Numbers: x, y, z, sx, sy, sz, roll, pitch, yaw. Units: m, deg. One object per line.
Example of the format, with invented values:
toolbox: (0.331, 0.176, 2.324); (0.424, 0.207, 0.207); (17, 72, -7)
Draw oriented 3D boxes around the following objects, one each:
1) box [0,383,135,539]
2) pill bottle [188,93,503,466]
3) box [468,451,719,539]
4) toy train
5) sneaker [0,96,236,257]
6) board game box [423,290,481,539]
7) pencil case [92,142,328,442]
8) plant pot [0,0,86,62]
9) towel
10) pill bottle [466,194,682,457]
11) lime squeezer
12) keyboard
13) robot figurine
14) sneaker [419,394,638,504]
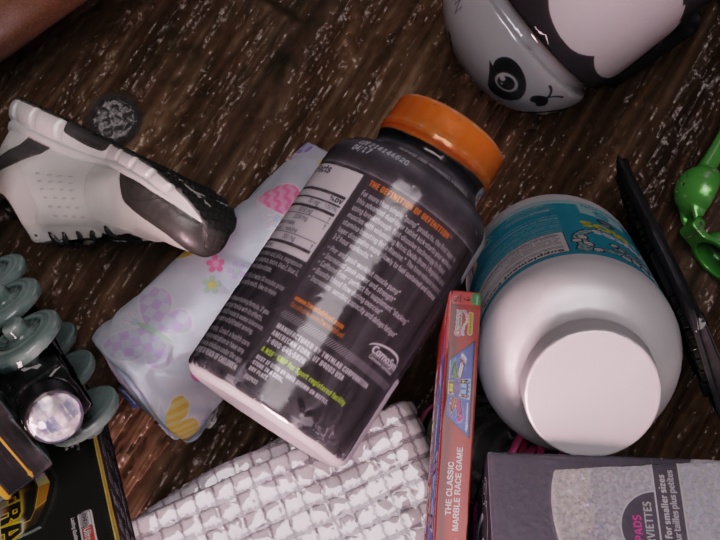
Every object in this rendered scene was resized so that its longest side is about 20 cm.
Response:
box: (-0.210, 0.153, 0.767); (0.159, 0.200, 0.049); (-24, 122, -4)
pill bottle: (0.000, 0.000, 0.766); (0.106, 0.106, 0.200); (33, 80, 6)
box: (0.124, 0.203, 0.677); (0.132, 0.115, 0.201); (2, 58, -2)
toy train: (-0.215, 0.062, 0.788); (0.114, 0.200, 0.085); (-36, 118, -10)
sneaker: (-0.157, -0.040, 0.844); (0.200, 0.074, 0.080); (24, 87, 38)
board game box: (0.046, 0.121, 0.732); (0.019, 0.103, 0.201); (4, 73, 2)
pencil case: (-0.070, 0.013, 0.848); (0.200, 0.083, 0.091); (-44, 85, -10)
plant pot: (-0.230, -0.227, 0.851); (0.198, 0.200, 0.200); (-42, 81, -2)
towel: (-0.029, 0.184, 0.812); (0.200, 0.086, 0.166); (-25, 76, -6)
pill bottle: (0.119, 0.032, 0.777); (0.110, 0.200, 0.111); (0, 108, 1)
lime squeezer: (0.240, -0.027, 0.893); (0.070, 0.038, 0.201); (1, 74, -33)
keyboard: (0.189, 0.023, 0.811); (0.021, 0.200, 0.127); (-24, 118, 11)
robot figurine: (0.145, -0.185, 0.851); (0.200, 0.125, 0.150); (-38, 97, 21)
sneaker: (0.127, 0.130, 0.822); (0.200, 0.087, 0.074); (29, 79, 5)
